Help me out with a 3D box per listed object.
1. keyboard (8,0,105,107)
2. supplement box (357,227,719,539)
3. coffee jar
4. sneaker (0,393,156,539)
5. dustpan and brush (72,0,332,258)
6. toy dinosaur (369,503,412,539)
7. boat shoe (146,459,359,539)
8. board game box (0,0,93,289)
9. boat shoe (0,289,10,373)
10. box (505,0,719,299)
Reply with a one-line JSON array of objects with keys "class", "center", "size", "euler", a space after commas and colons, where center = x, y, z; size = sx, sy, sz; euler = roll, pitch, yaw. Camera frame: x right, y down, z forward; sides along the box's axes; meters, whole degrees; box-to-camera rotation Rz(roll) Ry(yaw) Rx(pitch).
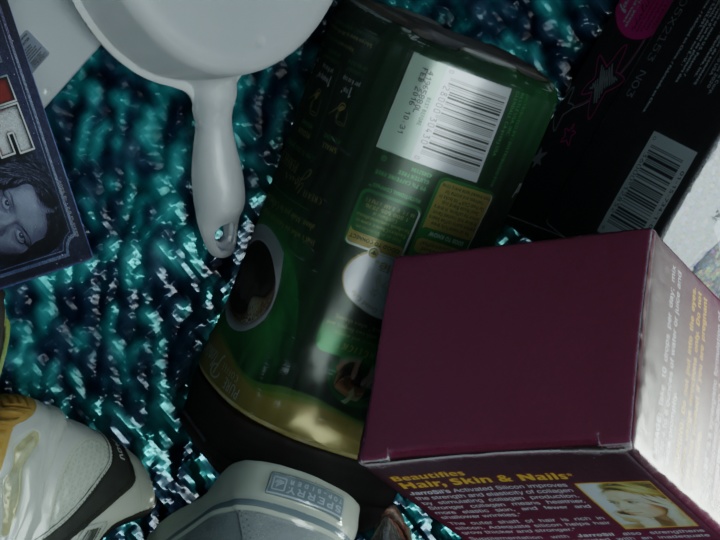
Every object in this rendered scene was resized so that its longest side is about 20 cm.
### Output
[{"class": "keyboard", "center": [-0.135, -0.084, 1.025], "size": [0.200, 0.011, 0.056], "euler": [-50, 121, -14]}, {"class": "supplement box", "center": [0.099, 0.068, 1.024], "size": [0.200, 0.110, 0.086], "euler": [41, 52, -49]}, {"class": "coffee jar", "center": [0.000, 0.000, 1.067], "size": [0.085, 0.104, 0.201], "euler": [19, 99, -21]}, {"class": "sneaker", "center": [-0.144, 0.152, 1.075], "size": [0.087, 0.076, 0.200], "euler": [22, 98, -24]}, {"class": "dustpan and brush", "center": [-0.055, -0.096, 1.047], "size": [0.139, 0.057, 0.201], "euler": [-19, 110, -31]}, {"class": "toy dinosaur", "center": [0.044, 0.176, 1.056], "size": [0.086, 0.136, 0.200], "euler": [-38, 103, 14]}, {"class": "boat shoe", "center": [-0.053, 0.133, 1.040], "size": [0.070, 0.201, 0.072], "euler": [22, 65, -6]}, {"class": "board game box", "center": [-0.181, -0.080, 0.947], "size": [0.135, 0.035, 0.201], "euler": [-21, 93, -48]}, {"class": "boat shoe", "center": [-0.195, 0.079, 1.043], "size": [0.072, 0.061, 0.202], "euler": [22, 97, -23]}, {"class": "box", "center": [0.172, -0.067, 1.092], "size": [0.115, 0.132, 0.200], "euler": [28, 94, -26]}]
